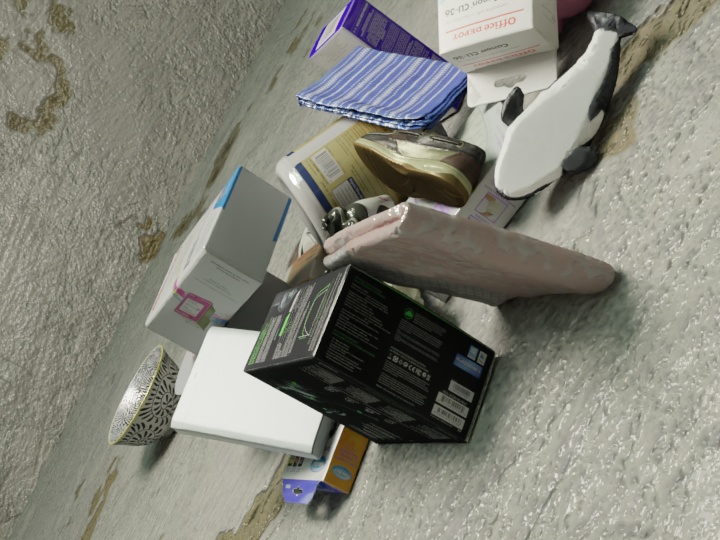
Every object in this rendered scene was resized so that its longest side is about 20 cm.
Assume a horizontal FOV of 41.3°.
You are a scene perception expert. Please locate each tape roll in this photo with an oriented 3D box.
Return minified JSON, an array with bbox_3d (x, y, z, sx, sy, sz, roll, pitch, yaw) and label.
[{"bbox_3d":[-0.173,0.090,1.275,0.201,0.065,0.202,-54,18,26],"label":"tape roll"}]

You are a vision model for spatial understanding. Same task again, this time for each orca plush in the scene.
[{"bbox_3d":[0.197,-0.156,0.944,0.071,0.103,0.204,20,-91,-75],"label":"orca plush"}]

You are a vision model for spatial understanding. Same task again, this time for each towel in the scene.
[{"bbox_3d":[0.035,-0.226,1.156,0.197,0.024,0.145,18,48,33],"label":"towel"},{"bbox_3d":[0.085,-0.007,0.823,0.190,0.196,0.033,163,119,-66],"label":"towel"}]

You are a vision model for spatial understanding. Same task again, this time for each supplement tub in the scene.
[{"bbox_3d":[0.008,-0.127,1.194,0.198,0.146,0.144,-35,19,-5],"label":"supplement tub"}]

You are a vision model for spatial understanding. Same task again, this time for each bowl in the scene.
[{"bbox_3d":[-0.383,0.251,1.790,0.201,0.093,0.202,-49,22,28],"label":"bowl"}]

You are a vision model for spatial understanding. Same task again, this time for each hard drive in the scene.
[{"bbox_3d":[-0.113,0.135,1.090,0.196,0.026,0.134,3,61,30],"label":"hard drive"}]

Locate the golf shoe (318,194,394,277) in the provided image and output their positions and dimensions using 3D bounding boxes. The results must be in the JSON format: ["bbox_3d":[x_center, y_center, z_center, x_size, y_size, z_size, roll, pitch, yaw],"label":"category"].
[{"bbox_3d":[0.000,0.000,1.138,0.087,0.077,0.202,-31,-31,-33],"label":"golf shoe"}]

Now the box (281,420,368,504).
[{"bbox_3d":[-0.025,0.172,1.082,0.119,0.041,0.203,-20,46,62],"label":"box"}]

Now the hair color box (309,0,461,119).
[{"bbox_3d":[0.040,-0.281,1.323,0.109,0.198,0.066,-22,39,60],"label":"hair color box"}]

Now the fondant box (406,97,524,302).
[{"bbox_3d":[0.119,-0.086,1.060,0.201,0.058,0.145,-54,20,20],"label":"fondant box"}]

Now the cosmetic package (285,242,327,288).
[{"bbox_3d":[-0.066,0.075,1.247,0.103,0.086,0.203,-34,32,52],"label":"cosmetic package"}]

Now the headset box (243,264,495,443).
[{"bbox_3d":[0.001,0.091,0.927,0.199,0.172,0.094,-22,41,62],"label":"headset box"}]

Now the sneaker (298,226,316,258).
[{"bbox_3d":[-0.025,-0.060,1.358,0.201,0.075,0.088,-54,19,19],"label":"sneaker"}]

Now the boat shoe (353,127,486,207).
[{"bbox_3d":[0.066,-0.121,1.043,0.065,0.073,0.199,-47,38,-11],"label":"boat shoe"}]

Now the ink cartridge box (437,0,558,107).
[{"bbox_3d":[0.146,-0.290,1.024,0.115,0.067,0.205,-9,77,34],"label":"ink cartridge box"}]

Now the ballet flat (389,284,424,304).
[{"bbox_3d":[0.039,0.042,1.064,0.200,0.061,0.069,62,-131,-85],"label":"ballet flat"}]

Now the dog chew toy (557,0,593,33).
[{"bbox_3d":[0.217,-0.336,1.092,0.199,0.124,0.126,-34,30,36],"label":"dog chew toy"}]

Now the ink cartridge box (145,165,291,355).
[{"bbox_3d":[-0.180,-0.008,1.195,0.200,0.084,0.146,-42,24,45],"label":"ink cartridge box"}]
